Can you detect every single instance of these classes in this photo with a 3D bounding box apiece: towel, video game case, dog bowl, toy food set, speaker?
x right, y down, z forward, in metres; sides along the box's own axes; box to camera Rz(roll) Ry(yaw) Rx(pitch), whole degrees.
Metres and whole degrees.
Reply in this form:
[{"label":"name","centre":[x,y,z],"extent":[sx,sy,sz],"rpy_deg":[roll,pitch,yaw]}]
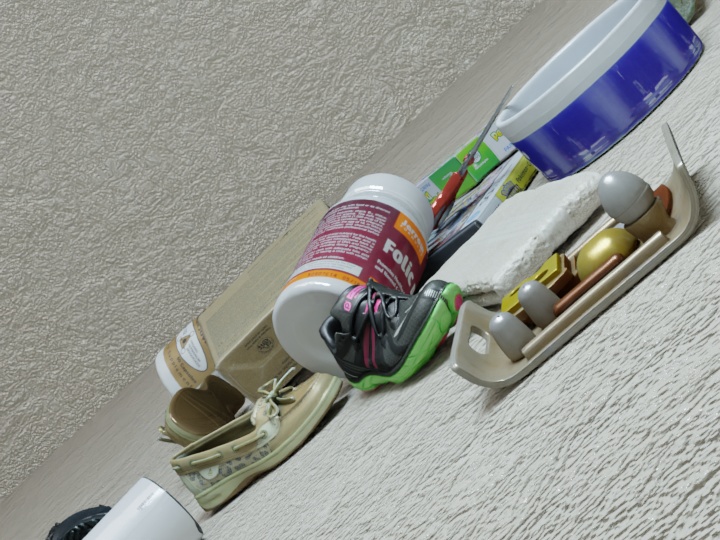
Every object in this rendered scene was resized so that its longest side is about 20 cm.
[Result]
[{"label":"towel","centre":[0.126,-0.018,1.251],"extent":[0.133,0.034,0.200],"rpy_deg":[-47,8,-13]},{"label":"video game case","centre":[0.096,-0.038,1.574],"extent":[0.200,0.026,0.181],"rpy_deg":[-38,9,40]},{"label":"dog bowl","centre":[0.228,-0.180,1.433],"extent":[0.200,0.079,0.200],"rpy_deg":[-43,7,7]},{"label":"toy food set","centre":[0.142,-0.015,1.012],"extent":[0.200,0.060,0.144],"rpy_deg":[-42,7,16]},{"label":"speaker","centre":[-0.235,0.284,1.333],"extent":[0.200,0.081,0.081],"rpy_deg":[-47,7,-20]}]

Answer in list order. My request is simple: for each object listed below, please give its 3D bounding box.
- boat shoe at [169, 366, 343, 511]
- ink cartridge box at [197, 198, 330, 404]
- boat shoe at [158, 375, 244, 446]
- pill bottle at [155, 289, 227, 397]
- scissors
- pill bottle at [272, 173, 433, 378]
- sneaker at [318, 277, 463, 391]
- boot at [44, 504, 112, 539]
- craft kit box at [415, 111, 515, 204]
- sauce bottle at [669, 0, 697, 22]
[{"label":"boat shoe","centre":[-0.099,0.152,1.398],"extent":[0.200,0.063,0.073],"rpy_deg":[-40,7,23]},{"label":"ink cartridge box","centre":[-0.076,0.032,1.624],"extent":[0.200,0.075,0.165],"rpy_deg":[-45,20,4]},{"label":"boat shoe","centre":[-0.185,0.175,1.723],"extent":[0.063,0.073,0.200],"rpy_deg":[-54,-6,11]},{"label":"pill bottle","centre":[-0.156,0.087,1.907],"extent":[0.200,0.114,0.114],"rpy_deg":[-42,7,14]},{"label":"scissors","centre":[0.103,-0.100,1.515],"extent":[0.073,0.014,0.200],"rpy_deg":[-41,-15,-48]},{"label":"pill bottle","centre":[0.000,0.000,1.438],"extent":[0.114,0.114,0.200],"rpy_deg":[-38,17,39]},{"label":"sneaker","centre":[0.018,0.048,1.256],"extent":[0.077,0.084,0.200],"rpy_deg":[-50,8,-30]},{"label":"boot","centre":[-0.290,0.293,1.596],"extent":[0.200,0.076,0.168],"rpy_deg":[-48,9,21]},{"label":"craft kit box","centre":[0.136,-0.133,1.743],"extent":[0.198,0.049,0.200],"rpy_deg":[-44,4,-31]},{"label":"sauce bottle","centre":[0.335,-0.307,1.639],"extent":[0.065,0.065,0.200],"rpy_deg":[-41,8,22]}]
